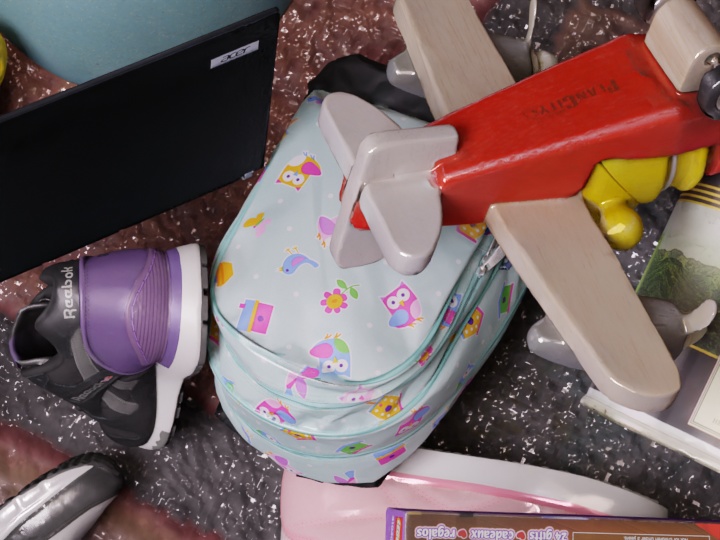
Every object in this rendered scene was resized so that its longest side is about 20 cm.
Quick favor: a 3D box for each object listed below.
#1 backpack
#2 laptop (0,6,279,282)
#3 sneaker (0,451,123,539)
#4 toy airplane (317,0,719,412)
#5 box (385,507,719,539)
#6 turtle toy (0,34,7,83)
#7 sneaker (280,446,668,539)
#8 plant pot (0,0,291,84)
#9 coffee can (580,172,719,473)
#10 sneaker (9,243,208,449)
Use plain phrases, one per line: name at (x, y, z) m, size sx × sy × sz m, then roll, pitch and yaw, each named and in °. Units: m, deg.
backpack at (0.000, 0.000, 1.098) m, size 0.166 × 0.127 × 0.200 m, roll 20°, pitch 63°, yaw 18°
laptop at (-0.144, -0.063, 1.043) m, size 0.177 × 0.200 × 0.104 m, roll -24°, pitch 117°, yaw -20°
sneaker at (-0.186, 0.177, 1.176) m, size 0.080 × 0.074 × 0.200 m, roll 45°, pitch 101°, yaw 5°
toy airplane at (0.078, -0.039, 1.002) m, size 0.199 × 0.141 × 0.200 m, roll 16°, pitch 60°, yaw 18°
box at (0.108, 0.177, 0.998) m, size 0.199 × 0.039 × 0.137 m, roll 3°, pitch 86°, yaw -13°
turtle toy at (-0.261, -0.057, 1.196) m, size 0.145 × 0.101 × 0.201 m, roll 12°, pitch 87°, yaw 10°
sneaker at (0.050, 0.142, 1.120) m, size 0.200 × 0.075 × 0.105 m, roll 7°, pitch 81°, yaw 20°
plant pot at (-0.133, -0.202, 1.169) m, size 0.199 × 0.135 × 0.201 m, roll -1°, pitch 84°, yaw 12°
coffee can at (0.211, 0.005, 1.064) m, size 0.146 × 0.146 × 0.200 m, roll 25°, pitch 89°, yaw 14°
sneaker at (-0.130, 0.034, 1.108) m, size 0.087 × 0.200 × 0.076 m, roll 1°, pitch 68°, yaw -11°
